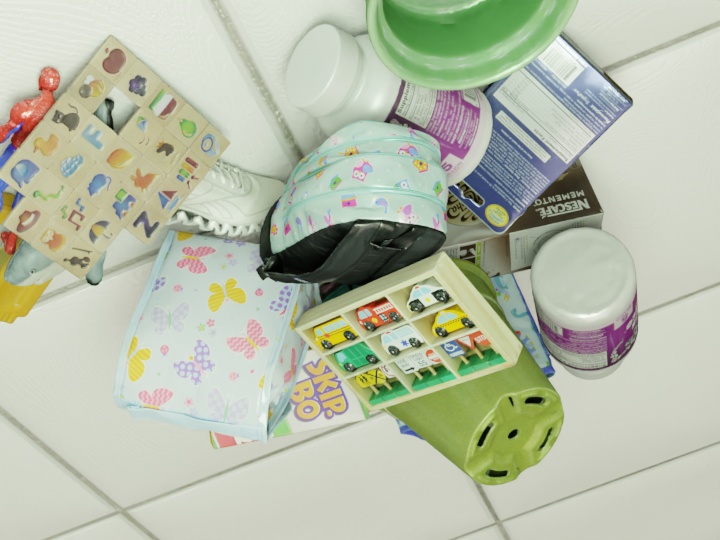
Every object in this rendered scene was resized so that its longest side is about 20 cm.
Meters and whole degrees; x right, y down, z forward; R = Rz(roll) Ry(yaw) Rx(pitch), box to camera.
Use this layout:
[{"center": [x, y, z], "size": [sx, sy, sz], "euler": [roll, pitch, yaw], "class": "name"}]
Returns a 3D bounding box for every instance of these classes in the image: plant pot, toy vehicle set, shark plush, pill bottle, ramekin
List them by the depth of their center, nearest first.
[{"center": [0.091, -0.270, 1.040], "size": [0.198, 0.098, 0.201], "euler": [-11, 142, -8], "class": "ramekin"}, {"center": [0.043, 0.064, 1.110], "size": [0.199, 0.027, 0.124], "euler": [-25, 115, 43], "class": "toy vehicle set"}, {"center": [-0.278, -0.068, 1.133], "size": [0.083, 0.091, 0.201], "euler": [10, 124, -43], "class": "shark plush"}, {"center": [0.027, -0.163, 1.137], "size": [0.199, 0.113, 0.112], "euler": [20, 130, -37], "class": "pill bottle"}, {"center": [0.113, 0.120, 1.223], "size": [0.198, 0.190, 0.202], "euler": [-17, 127, -23], "class": "plant pot"}, {"center": [0.252, 0.046, 1.289], "size": [0.111, 0.113, 0.200], "euler": [-19, 151, 4], "class": "pill bottle"}]

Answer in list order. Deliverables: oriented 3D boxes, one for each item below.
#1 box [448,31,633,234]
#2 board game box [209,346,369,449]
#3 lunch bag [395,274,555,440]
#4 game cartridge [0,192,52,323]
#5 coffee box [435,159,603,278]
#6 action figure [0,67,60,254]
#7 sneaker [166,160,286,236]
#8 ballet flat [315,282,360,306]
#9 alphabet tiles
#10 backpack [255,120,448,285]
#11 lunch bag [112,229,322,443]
[{"center": [0.171, -0.146, 1.212], "size": [0.121, 0.032, 0.200], "euler": [41, 113, -7], "class": "box"}, {"center": [-0.074, 0.133, 1.290], "size": [0.198, 0.030, 0.097], "euler": [-10, 107, -16], "class": "board game box"}, {"center": [0.120, 0.091, 1.428], "size": [0.199, 0.171, 0.127], "euler": [-28, 161, 14], "class": "lunch bag"}, {"center": [-0.416, -0.019, 1.218], "size": [0.199, 0.033, 0.176], "euler": [16, 132, -34], "class": "game cartridge"}, {"center": [0.162, -0.062, 1.313], "size": [0.198, 0.114, 0.080], "euler": [-12, 143, -5], "class": "coffee box"}, {"center": [-0.328, -0.108, 1.114], "size": [0.065, 0.052, 0.201], "euler": [8, 126, -38], "class": "action figure"}, {"center": [-0.161, -0.087, 1.201], "size": [0.198, 0.075, 0.082], "euler": [2, 130, -23], "class": "sneaker"}, {"center": [-0.027, 0.031, 1.352], "size": [0.071, 0.200, 0.070], "euler": [-10, 105, 31], "class": "ballet flat"}, {"center": [-0.242, -0.095, 1.112], "size": [0.201, 0.008, 0.167], "euler": [-51, 128, -2], "class": "alphabet tiles"}, {"center": [0.000, -0.055, 1.093], "size": [0.165, 0.128, 0.200], "euler": [1, 166, -23], "class": "backpack"}, {"center": [-0.145, 0.075, 1.188], "size": [0.168, 0.201, 0.128], "euler": [7, 143, 11], "class": "lunch bag"}]
